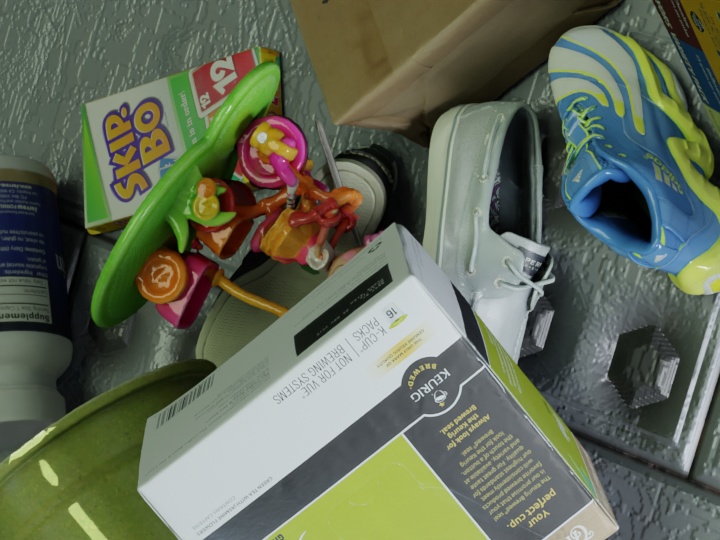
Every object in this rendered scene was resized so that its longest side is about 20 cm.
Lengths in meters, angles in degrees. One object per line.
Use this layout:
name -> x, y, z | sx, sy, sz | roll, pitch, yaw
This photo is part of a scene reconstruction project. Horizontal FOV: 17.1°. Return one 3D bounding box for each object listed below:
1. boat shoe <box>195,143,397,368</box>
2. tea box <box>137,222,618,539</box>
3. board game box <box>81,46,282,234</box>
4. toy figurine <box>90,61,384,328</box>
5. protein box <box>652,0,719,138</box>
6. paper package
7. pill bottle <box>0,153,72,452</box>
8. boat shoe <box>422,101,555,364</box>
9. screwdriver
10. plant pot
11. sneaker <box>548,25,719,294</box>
boat shoe -> -0.040, -0.001, 1.601 | 0.072, 0.068, 0.200 | 35, 116, -4
tea box -> 0.009, 0.118, 1.389 | 0.200, 0.134, 0.197 | -37, 102, 7
board game box -> -0.136, -0.090, 1.716 | 0.199, 0.030, 0.096 | -15, 73, 41
toy figurine -> -0.039, 0.002, 1.498 | 0.184, 0.150, 0.201 | 34, 95, 10
protein box -> 0.279, -0.133, 1.174 | 0.199, 0.135, 0.199 | -33, 24, -6
paper package -> 0.043, -0.212, 1.529 | 0.190, 0.103, 0.201 | -37, 61, 32
pill bottle -> -0.271, 0.026, 1.754 | 0.115, 0.115, 0.201 | -20, 70, 37
boat shoe -> 0.083, -0.010, 1.482 | 0.071, 0.070, 0.202 | -11, 73, 43
screwdriver -> 0.000, 0.000, 1.534 | 0.029, 0.028, 0.201 | -23, 94, 9
plant pot -> -0.132, 0.190, 1.568 | 0.200, 0.200, 0.185 | -41, 75, 28
sneaker -> 0.152, -0.076, 1.409 | 0.076, 0.105, 0.200 | -48, 56, 24
